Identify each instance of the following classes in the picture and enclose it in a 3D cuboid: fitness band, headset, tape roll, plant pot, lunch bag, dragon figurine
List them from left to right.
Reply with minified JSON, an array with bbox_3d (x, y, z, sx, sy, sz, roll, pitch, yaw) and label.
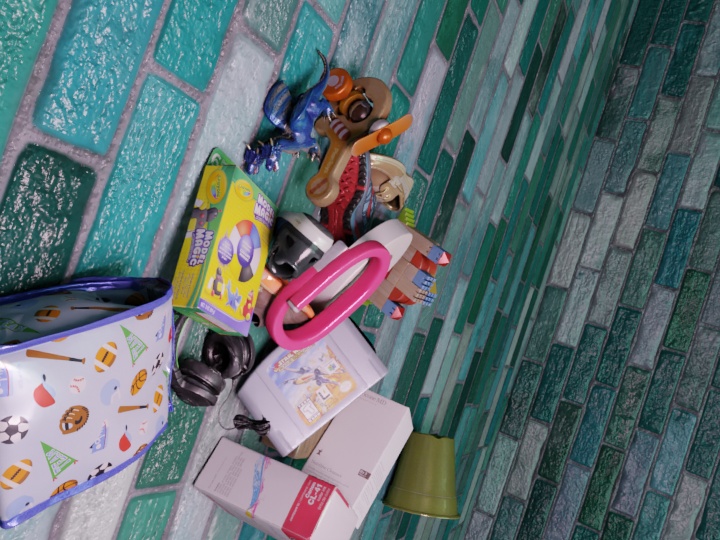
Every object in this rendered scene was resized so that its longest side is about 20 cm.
[{"bbox_3d":[-0.263,0.102,0.609,0.200,0.124,0.171,-18,121,-50],"label":"lunch bag"},{"bbox_3d":[-0.175,0.127,0.828,0.124,0.094,0.200,-45,132,-43],"label":"headset"},{"bbox_3d":[-0.082,-0.205,0.842,0.099,0.059,0.200,27,82,-64],"label":"dragon figurine"},{"bbox_3d":[-0.041,0.033,0.904,0.200,0.037,0.144,-40,153,-7],"label":"fitness band"},{"bbox_3d":[0.000,0.000,1.051,0.203,0.037,0.203,-41,168,-11],"label":"tape roll"},{"bbox_3d":[0.169,0.513,1.674,0.200,0.200,0.191,34,64,-63],"label":"plant pot"}]

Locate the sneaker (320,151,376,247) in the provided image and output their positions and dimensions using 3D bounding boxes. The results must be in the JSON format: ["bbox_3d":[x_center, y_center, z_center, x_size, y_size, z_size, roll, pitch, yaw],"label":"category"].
[{"bbox_3d":[-0.017,-0.116,1.026,0.096,0.079,0.200,-48,155,-50],"label":"sneaker"}]

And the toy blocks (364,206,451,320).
[{"bbox_3d":[0.084,0.009,1.166,0.100,0.137,0.200,18,107,-49],"label":"toy blocks"}]

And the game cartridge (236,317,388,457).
[{"bbox_3d":[-0.074,0.158,0.966,0.200,0.133,0.042,-37,-179,-14],"label":"game cartridge"}]

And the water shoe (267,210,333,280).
[{"bbox_3d":[-0.095,-0.031,0.850,0.079,0.071,0.200,-49,-170,-9],"label":"water shoe"}]

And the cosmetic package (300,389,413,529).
[{"bbox_3d":[-0.007,0.303,1.085,0.200,0.113,0.081,-58,152,-29],"label":"cosmetic package"}]

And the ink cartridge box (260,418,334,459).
[{"bbox_3d":[-0.069,0.208,1.110,0.165,0.075,0.201,31,77,-65],"label":"ink cartridge box"}]

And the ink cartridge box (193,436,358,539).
[{"bbox_3d":[-0.118,0.335,0.948,0.086,0.200,0.148,-59,151,-27],"label":"ink cartridge box"}]

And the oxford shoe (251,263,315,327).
[{"bbox_3d":[-0.125,0.047,0.930,0.073,0.071,0.200,-44,150,-2],"label":"oxford shoe"}]

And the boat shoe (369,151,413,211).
[{"bbox_3d":[0.040,-0.147,1.104,0.200,0.074,0.067,21,81,-64],"label":"boat shoe"}]

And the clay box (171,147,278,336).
[{"bbox_3d":[-0.155,-0.034,0.778,0.115,0.047,0.201,48,50,-61],"label":"clay box"}]

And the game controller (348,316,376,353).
[{"bbox_3d":[-0.073,0.157,1.000,0.200,0.042,0.104,-40,103,-14],"label":"game controller"}]

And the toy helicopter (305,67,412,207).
[{"bbox_3d":[-0.013,-0.178,0.912,0.200,0.132,0.079,-66,152,-9],"label":"toy helicopter"}]
